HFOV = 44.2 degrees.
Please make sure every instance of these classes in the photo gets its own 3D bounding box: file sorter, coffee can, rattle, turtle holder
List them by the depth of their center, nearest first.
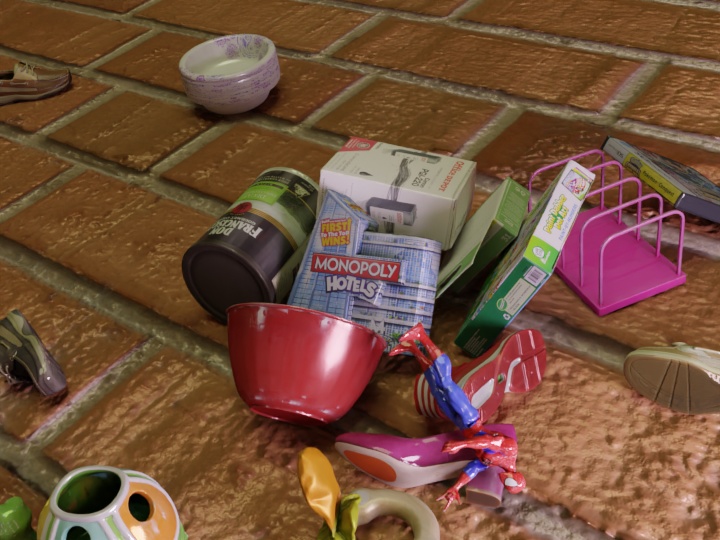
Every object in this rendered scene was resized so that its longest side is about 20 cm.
[{"bbox_3d":[0.045,0.251,0.882,0.198,0.145,0.130,14,24,37],"label":"rattle"},{"bbox_3d":[-0.279,0.266,0.932,0.184,0.133,0.141,18,46,31],"label":"turtle holder"},{"bbox_3d":[0.334,-0.063,1.227,0.138,0.126,0.200,-20,38,-12],"label":"file sorter"},{"bbox_3d":[-0.143,-0.035,1.280,0.145,0.148,0.200,10,41,24],"label":"coffee can"}]

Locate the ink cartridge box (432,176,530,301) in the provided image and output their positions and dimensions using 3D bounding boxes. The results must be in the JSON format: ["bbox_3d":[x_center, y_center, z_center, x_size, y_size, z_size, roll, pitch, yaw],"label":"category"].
[{"bbox_3d":[0.153,-0.020,1.201,0.048,0.146,0.201,34,44,-7],"label":"ink cartridge box"}]

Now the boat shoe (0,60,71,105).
[{"bbox_3d":[-0.748,-0.423,1.974,0.198,0.074,0.076,-14,37,-5],"label":"boat shoe"}]

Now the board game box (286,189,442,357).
[{"bbox_3d":[0.000,0.000,1.158,0.198,0.203,0.062,6,-3,28],"label":"board game box"}]

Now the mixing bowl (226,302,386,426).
[{"bbox_3d":[-0.074,0.121,1.056,0.198,0.200,0.110,5,72,19],"label":"mixing bowl"}]

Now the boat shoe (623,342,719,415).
[{"bbox_3d":[0.406,0.122,1.022,0.198,0.074,0.063,8,33,17],"label":"boat shoe"}]

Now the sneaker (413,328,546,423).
[{"bbox_3d":[0.136,0.121,1.075,0.115,0.079,0.199,-4,10,42],"label":"sneaker"}]

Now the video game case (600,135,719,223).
[{"bbox_3d":[0.466,-0.121,1.270,0.198,0.026,0.181,13,27,-30],"label":"video game case"}]

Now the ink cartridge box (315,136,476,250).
[{"bbox_3d":[0.054,-0.113,1.266,0.198,0.086,0.146,15,32,13],"label":"ink cartridge box"}]

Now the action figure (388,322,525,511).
[{"bbox_3d":[0.088,0.164,0.930,0.099,0.065,0.200,-36,77,-25],"label":"action figure"}]

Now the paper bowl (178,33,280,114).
[{"bbox_3d":[-0.261,-0.391,1.800,0.198,0.105,0.202,-5,37,4],"label":"paper bowl"}]

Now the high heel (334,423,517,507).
[{"bbox_3d":[0.074,0.195,0.998,0.198,0.068,0.097,16,52,8],"label":"high heel"}]

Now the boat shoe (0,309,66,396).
[{"bbox_3d":[-0.463,0.126,1.216,0.073,0.075,0.199,-37,35,-17],"label":"boat shoe"}]

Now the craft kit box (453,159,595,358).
[{"bbox_3d":[0.208,-0.013,1.130,0.048,0.201,0.198,34,49,4],"label":"craft kit box"}]
